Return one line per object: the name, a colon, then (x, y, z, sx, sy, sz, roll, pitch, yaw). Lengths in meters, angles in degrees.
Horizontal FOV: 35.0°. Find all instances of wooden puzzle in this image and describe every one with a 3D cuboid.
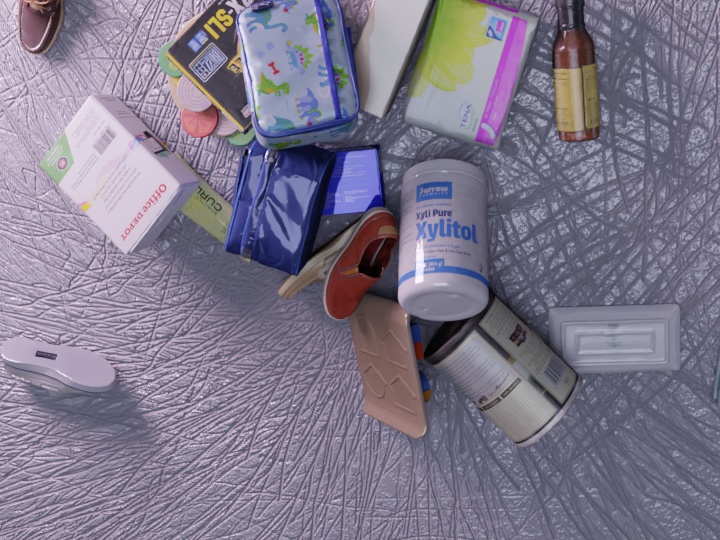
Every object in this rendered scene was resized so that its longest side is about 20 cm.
wooden puzzle: (0.049, 0.137, 1.747, 0.046, 0.185, 0.203, -14, 105, -27)

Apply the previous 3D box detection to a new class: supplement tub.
supplement tub: (0.119, -0.042, 1.639, 0.130, 0.132, 0.203, -3, 66, 10)

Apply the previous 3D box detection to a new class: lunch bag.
lunch bag: (-0.083, -0.277, 1.576, 0.158, 0.083, 0.203, -8, 79, -4)
lunch bag: (-0.121, -0.109, 1.658, 0.130, 0.136, 0.203, 16, 104, 3)

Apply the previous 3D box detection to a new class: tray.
tray: (0.387, 0.108, 1.744, 0.197, 0.022, 0.109, -2, 105, 10)

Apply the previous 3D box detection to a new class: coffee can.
coffee can: (0.213, 0.145, 1.717, 0.200, 0.147, 0.146, 43, 108, -5)

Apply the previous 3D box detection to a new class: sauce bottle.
sauce bottle: (0.305, -0.286, 1.623, 0.065, 0.066, 0.203, -2, 104, 10)

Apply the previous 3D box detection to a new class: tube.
tube: (-0.234, -0.091, 1.775, 0.199, 0.052, 0.058, 40, 64, 3)

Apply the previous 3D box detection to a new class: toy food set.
toy food set: (-0.200, -0.289, 1.711, 0.196, 0.049, 0.202, -28, 100, 16)

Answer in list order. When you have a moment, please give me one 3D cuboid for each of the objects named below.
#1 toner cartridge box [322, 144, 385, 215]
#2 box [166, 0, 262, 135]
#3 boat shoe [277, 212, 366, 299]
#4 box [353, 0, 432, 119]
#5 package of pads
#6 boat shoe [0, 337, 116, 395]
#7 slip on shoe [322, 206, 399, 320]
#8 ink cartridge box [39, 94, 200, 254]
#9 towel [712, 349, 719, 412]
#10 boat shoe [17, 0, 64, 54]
toner cartridge box: (-0.064, -0.134, 1.736, 0.197, 0.043, 0.097, -3, 104, 10)
box: (-0.157, -0.324, 1.647, 0.160, 0.049, 0.200, 44, 85, -1)
boat shoe: (-0.041, -0.009, 1.753, 0.199, 0.071, 0.065, -37, 97, 16)
box: (0.041, -0.329, 1.638, 0.077, 0.095, 0.202, 23, 107, 2)
package of pads: (0.154, -0.289, 1.643, 0.152, 0.068, 0.203, 17, 107, 4)
boat shoe: (-0.498, 0.171, 1.889, 0.197, 0.071, 0.070, 12, 135, 1)
slip on shoe: (0.000, 0.000, 1.700, 0.073, 0.062, 0.201, 7, 127, -32)
ink cartridge box: (-0.365, -0.147, 1.744, 0.200, 0.084, 0.145, 44, 108, 6)
towel: (0.623, 0.125, 1.699, 0.168, 0.048, 0.203, 5, 107, 4)
boat shoe: (-0.479, -0.420, 1.705, 0.071, 0.072, 0.202, 22, 108, 2)
